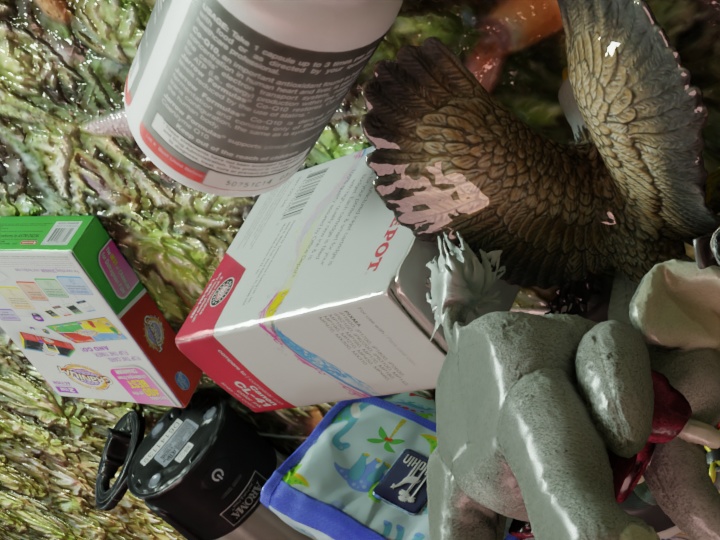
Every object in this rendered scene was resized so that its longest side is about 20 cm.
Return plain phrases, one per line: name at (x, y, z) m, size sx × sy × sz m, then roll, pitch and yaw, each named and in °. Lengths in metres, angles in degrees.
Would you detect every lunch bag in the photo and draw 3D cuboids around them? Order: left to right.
lunch bag at (0.047, 0.169, 0.809) m, size 0.170 × 0.200 × 0.128 m, roll 22°, pitch 105°, yaw 25°

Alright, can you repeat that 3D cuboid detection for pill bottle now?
pill bottle at (-0.046, -0.135, 0.586) m, size 0.114 × 0.114 × 0.200 m, roll 31°, pitch 143°, yaw -8°

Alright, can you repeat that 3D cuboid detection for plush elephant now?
plush elephant at (0.117, 0.076, 0.532) m, size 0.155 × 0.200 × 0.165 m, roll 6°, pitch 144°, yaw -20°

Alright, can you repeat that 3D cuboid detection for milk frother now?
milk frother at (-0.143, 0.217, 1.077) m, size 0.188 × 0.180 × 0.200 m, roll 47°, pitch -179°, yaw -26°

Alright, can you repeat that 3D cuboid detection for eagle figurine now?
eagle figurine at (0.116, -0.055, 0.566) m, size 0.200 × 0.152 × 0.151 m, roll 17°, pitch -165°, yaw -44°

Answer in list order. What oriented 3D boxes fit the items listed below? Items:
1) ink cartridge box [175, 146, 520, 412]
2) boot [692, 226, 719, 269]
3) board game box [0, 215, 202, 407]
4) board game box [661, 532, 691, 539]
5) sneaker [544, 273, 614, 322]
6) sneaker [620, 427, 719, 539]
ink cartridge box at (0.000, 0.000, 0.685) m, size 0.200 × 0.148 × 0.086 m, roll -12°, pitch 130°, yaw 46°
boot at (0.270, -0.024, 0.491) m, size 0.200 × 0.174 × 0.069 m, roll -12°, pitch 89°, yaw 41°
board game box at (-0.246, 0.038, 0.971) m, size 0.153 × 0.040 × 0.200 m, roll 1°, pitch 137°, yaw 28°
board game box at (0.196, 0.206, 0.928) m, size 0.135 × 0.034 × 0.200 m, roll 35°, pitch 142°, yaw -13°
sneaker at (0.156, 0.068, 0.762) m, size 0.090 × 0.067 × 0.200 m, roll 20°, pitch 147°, yaw 2°
sneaker at (0.232, 0.128, 0.751) m, size 0.200 × 0.075 × 0.085 m, roll -5°, pitch 145°, yaw -3°
